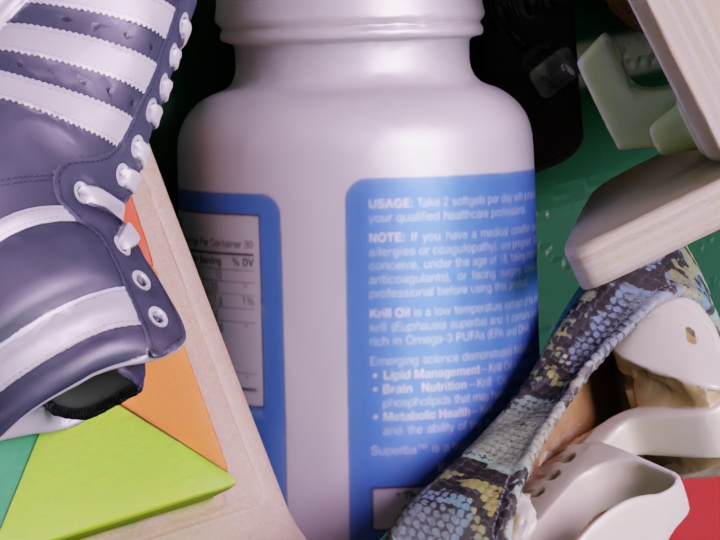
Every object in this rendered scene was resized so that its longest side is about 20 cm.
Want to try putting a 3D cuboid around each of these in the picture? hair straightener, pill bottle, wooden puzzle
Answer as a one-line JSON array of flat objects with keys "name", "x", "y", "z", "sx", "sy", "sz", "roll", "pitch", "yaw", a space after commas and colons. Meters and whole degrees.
[{"name": "hair straightener", "x": 0.058, "y": -0.094, "z": 0.874, "sx": 0.041, "sy": 0.077, "sz": 0.200, "roll": -17, "pitch": 145, "yaw": -14}, {"name": "pill bottle", "x": 0.000, "y": 0.000, "z": 0.865, "sx": 0.112, "sy": 0.112, "sz": 0.201, "roll": -6, "pitch": 97, "yaw": -42}, {"name": "wooden puzzle", "x": -0.113, "y": 0.013, "z": 0.754, "sx": 0.184, "sy": 0.037, "sz": 0.201, "roll": -14, "pitch": 75, "yaw": -41}]

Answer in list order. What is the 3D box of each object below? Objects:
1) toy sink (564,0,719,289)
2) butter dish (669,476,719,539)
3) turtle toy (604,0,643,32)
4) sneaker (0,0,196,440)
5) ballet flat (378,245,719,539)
[{"name": "toy sink", "x": 0.133, "y": -0.096, "z": 0.837, "sx": 0.112, "sy": 0.199, "sz": 0.130, "roll": 62, "pitch": 14, "yaw": -5}, {"name": "butter dish", "x": 0.109, "y": 0.089, "z": 0.947, "sx": 0.199, "sy": 0.200, "sz": 0.148, "roll": -33, "pitch": 80, "yaw": -27}, {"name": "turtle toy", "x": 0.122, "y": -0.162, "z": 0.973, "sx": 0.146, "sy": 0.101, "sz": 0.201, "roll": -28, "pitch": 110, "yaw": -63}, {"name": "sneaker", "x": -0.071, "y": -0.034, "z": 0.740, "sx": 0.109, "sy": 0.070, "sz": 0.200, "roll": 46, "pitch": 56, "yaw": -5}, {"name": "ballet flat", "x": 0.074, "y": 0.056, "z": 0.818, "sx": 0.200, "sy": 0.074, "sz": 0.074, "roll": -49, "pitch": 123, "yaw": -41}]
